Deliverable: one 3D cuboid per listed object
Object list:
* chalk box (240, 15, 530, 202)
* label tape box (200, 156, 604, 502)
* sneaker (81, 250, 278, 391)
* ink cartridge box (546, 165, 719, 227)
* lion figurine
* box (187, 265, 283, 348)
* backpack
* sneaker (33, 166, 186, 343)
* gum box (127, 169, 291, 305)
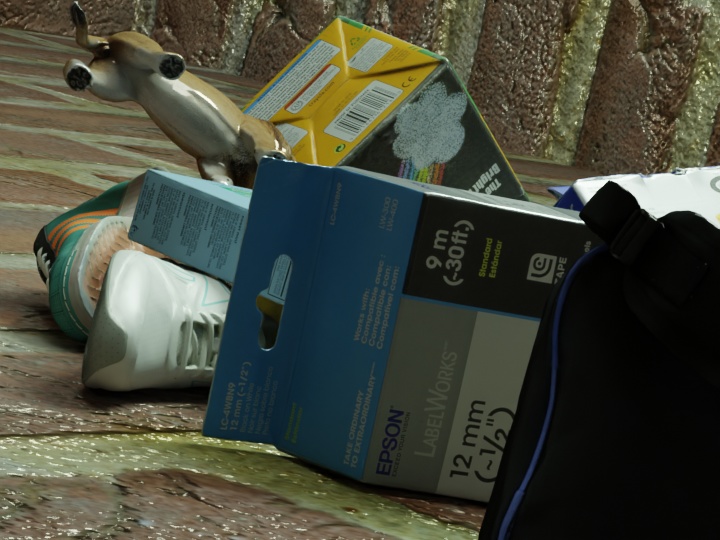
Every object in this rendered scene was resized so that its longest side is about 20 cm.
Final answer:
[{"bbox_3d":[0.022,-0.045,1.785,0.124,0.125,0.200,28,-24,48],"label":"chalk box"},{"bbox_3d":[0.038,0.033,1.304,0.199,0.144,0.066,10,7,-22],"label":"label tape box"},{"bbox_3d":[-0.092,0.029,1.421,0.080,0.071,0.200,16,7,10],"label":"sneaker"},{"bbox_3d":[0.173,0.021,1.424,0.136,0.076,0.200,-6,58,-39],"label":"ink cartridge box"},{"bbox_3d":[-0.105,-0.093,1.601,0.200,0.072,0.123,49,3,-17],"label":"lion figurine"},{"bbox_3d":[-0.039,0.030,1.572,0.075,0.050,0.200,10,7,-24],"label":"box"},{"bbox_3d":[0.136,0.095,0.912,0.190,0.201,0.154,16,-6,2],"label":"backpack"},{"bbox_3d":[-0.154,0.003,1.570,0.080,0.072,0.200,-25,12,17],"label":"sneaker"},{"bbox_3d":[0.000,0.000,1.488,0.200,0.045,0.170,23,8,43],"label":"gum box"}]
